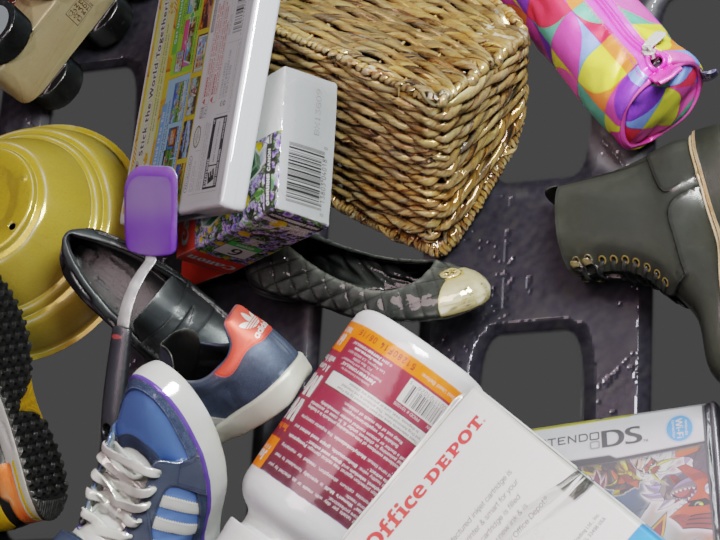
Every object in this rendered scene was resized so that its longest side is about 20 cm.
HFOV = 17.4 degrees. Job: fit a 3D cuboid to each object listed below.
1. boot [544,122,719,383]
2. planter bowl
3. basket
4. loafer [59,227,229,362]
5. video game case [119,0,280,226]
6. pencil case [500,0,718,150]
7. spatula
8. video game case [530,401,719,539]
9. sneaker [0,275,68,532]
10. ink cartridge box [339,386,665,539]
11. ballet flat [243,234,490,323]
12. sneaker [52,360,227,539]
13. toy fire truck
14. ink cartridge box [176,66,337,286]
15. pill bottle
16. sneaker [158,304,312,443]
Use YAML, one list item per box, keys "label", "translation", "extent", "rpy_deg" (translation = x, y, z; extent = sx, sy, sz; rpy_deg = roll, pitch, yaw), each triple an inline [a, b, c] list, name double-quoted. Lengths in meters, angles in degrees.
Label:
- label: "boot"
  translation: [0.201, 0.008, 1.598]
  extent: [0.138, 0.078, 0.201]
  rpy_deg: [-18, 50, 20]
- label: "planter bowl"
  translation: [-0.271, -0.036, 1.804]
  extent: [0.199, 0.083, 0.202]
  rpy_deg: [-8, 66, 20]
- label: "basket"
  translation: [0.025, -0.132, 1.731]
  extent: [0.199, 0.150, 0.143]
  rpy_deg: [26, 47, 30]
- label: "loafer"
  translation: [-0.141, 0.037, 1.711]
  extent: [0.200, 0.070, 0.068]
  rpy_deg: [37, 83, 16]
- label: "video game case"
  translation: [-0.113, -0.134, 1.693]
  extent: [0.182, 0.023, 0.201]
  rpy_deg: [-6, 73, 61]
- label: "pencil case"
  translation: [0.164, -0.177, 1.678]
  extent: [0.088, 0.088, 0.200]
  rpy_deg: [-41, 59, 2]
- label: "spatula"
  translation: [-0.162, 0.025, 1.665]
  extent: [0.056, 0.021, 0.201]
  rpy_deg: [5, 82, 42]
- label: "video game case"
  translation: [0.158, 0.195, 1.556]
  extent: [0.180, 0.026, 0.201]
  rpy_deg: [-10, 65, 19]
- label: "sneaker"
  translation: [-0.286, 0.097, 1.735]
  extent: [0.090, 0.070, 0.201]
  rpy_deg: [-18, 87, 20]
- label: "ink cartridge box"
  translation: [0.106, 0.195, 1.515]
  extent: [0.200, 0.084, 0.146]
  rpy_deg: [40, 87, 31]
- label: "ballet flat"
  translation: [0.000, 0.000, 1.679]
  extent: [0.199, 0.066, 0.057]
  rpy_deg: [9, 114, 28]
- label: "sneaker"
  translation: [-0.166, 0.173, 1.573]
  extent: [0.080, 0.201, 0.146]
  rpy_deg: [29, 46, 34]
- label: "toy fire truck"
  translation: [-0.282, -0.252, 1.889]
  extent: [0.200, 0.129, 0.176]
  rpy_deg: [34, 85, 42]
- label: "ink cartridge box"
  translation: [-0.093, -0.061, 1.700]
  extent: [0.200, 0.050, 0.110]
  rpy_deg: [-24, 57, 51]
- label: "pill bottle"
  translation: [-0.011, 0.136, 1.605]
  extent: [0.109, 0.110, 0.200]
  rpy_deg: [32, 83, 30]
- label: "sneaker"
  translation: [-0.128, 0.093, 1.659]
  extent: [0.200, 0.075, 0.085]
  rpy_deg: [-37, 100, 25]
